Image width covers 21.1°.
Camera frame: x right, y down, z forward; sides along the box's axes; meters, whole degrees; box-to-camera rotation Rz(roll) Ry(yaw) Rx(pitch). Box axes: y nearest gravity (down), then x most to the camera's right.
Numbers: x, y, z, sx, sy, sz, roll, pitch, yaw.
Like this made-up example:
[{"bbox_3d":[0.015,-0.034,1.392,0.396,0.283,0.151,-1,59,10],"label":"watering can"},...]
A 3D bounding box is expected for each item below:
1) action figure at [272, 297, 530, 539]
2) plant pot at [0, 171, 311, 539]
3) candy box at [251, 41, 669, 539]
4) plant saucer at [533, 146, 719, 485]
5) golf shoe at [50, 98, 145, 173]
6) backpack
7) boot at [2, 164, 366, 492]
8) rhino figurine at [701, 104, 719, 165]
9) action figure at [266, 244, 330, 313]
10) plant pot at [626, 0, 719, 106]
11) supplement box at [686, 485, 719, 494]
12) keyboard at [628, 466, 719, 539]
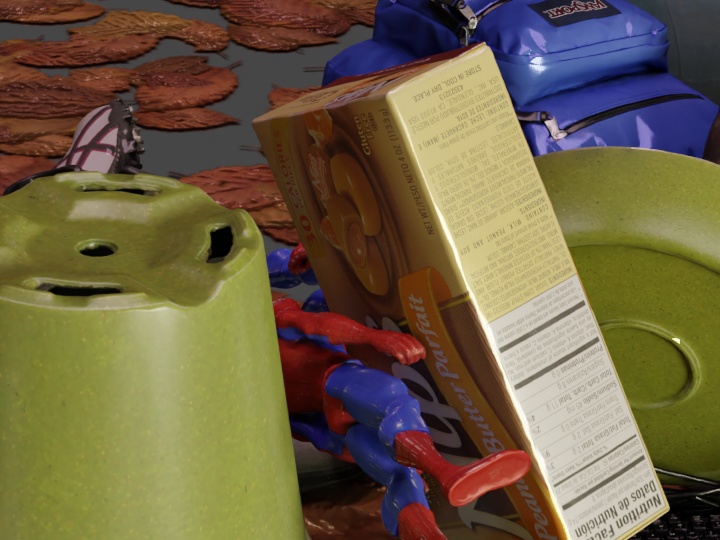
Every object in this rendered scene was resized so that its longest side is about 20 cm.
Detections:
[{"bbox_3d":[0.003,0.056,0.760,0.052,0.065,0.200,-19,29,-23],"label":"action figure"},{"bbox_3d":[-0.101,0.070,0.738,0.200,0.190,0.200,2,26,-1],"label":"plant pot"},{"bbox_3d":[0.038,0.016,0.777,0.055,0.200,0.115,-29,13,-26],"label":"candy box"},{"bbox_3d":[0.121,0.032,0.832,0.200,0.200,0.031,9,48,14],"label":"plant saucer"},{"bbox_3d":[-0.161,-0.042,1.106,0.088,0.077,0.200,-10,26,-6],"label":"golf shoe"},{"bbox_3d":[0.088,-0.057,0.973,0.162,0.168,0.200,-20,40,-30],"label":"backpack"},{"bbox_3d":[-0.080,0.024,0.903,0.200,0.131,0.068,11,27,18],"label":"boot"},{"bbox_3d":[0.198,-0.077,0.891,0.060,0.087,0.200,32,49,-9],"label":"rhino figurine"},{"bbox_3d":[0.000,0.000,0.919,0.200,0.065,0.052,-30,19,42],"label":"action figure"},{"bbox_3d":[0.164,-0.119,1.181,0.196,0.200,0.200,-7,26,-37],"label":"plant pot"},{"bbox_3d":[0.261,0.063,0.892,0.200,0.103,0.101,13,29,24],"label":"supplement box"},{"bbox_3d":[0.137,0.106,0.820,0.200,0.040,0.104,-3,5,4],"label":"keyboard"}]
